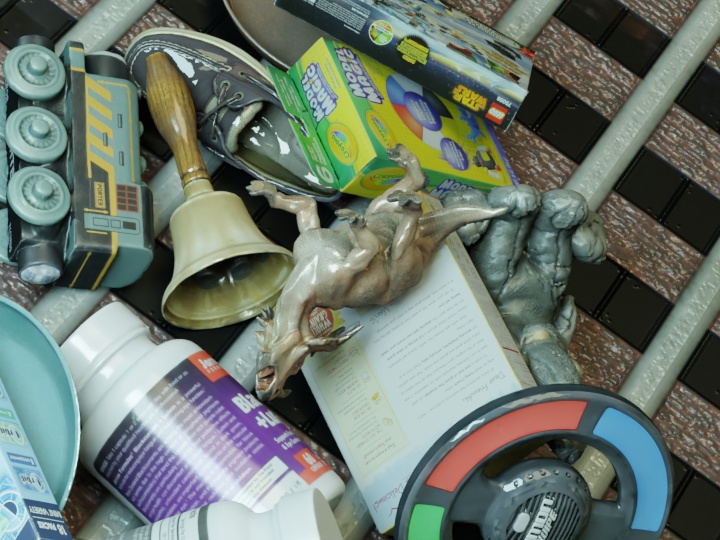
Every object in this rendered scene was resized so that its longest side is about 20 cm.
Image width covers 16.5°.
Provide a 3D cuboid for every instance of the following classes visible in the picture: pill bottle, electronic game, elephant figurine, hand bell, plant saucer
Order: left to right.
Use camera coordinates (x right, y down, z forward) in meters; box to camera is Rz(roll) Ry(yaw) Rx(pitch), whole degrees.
[{"bbox_3d":[-0.257,0.112,1.573,0.201,0.200,0.036,61,14,22],"label":"plant saucer"},{"bbox_3d":[-0.116,0.117,1.646,0.200,0.112,0.111,42,51,8],"label":"pill bottle"},{"bbox_3d":[-0.107,0.210,1.527,0.199,0.116,0.116,-18,59,6],"label":"pill bottle"},{"bbox_3d":[-0.121,-0.070,1.777,0.104,0.104,0.201,-7,62,-27],"label":"hand bell"},{"bbox_3d":[-0.025,-0.215,1.974,0.199,0.035,0.201,12,52,-15],"label":"plant saucer"},{"bbox_3d":[0.106,0.046,1.792,0.141,0.155,0.201,-2,80,15],"label":"elephant figurine"},{"bbox_3d":[0.118,0.163,1.669,0.199,0.201,0.042,4,29,-21],"label":"electronic game"}]

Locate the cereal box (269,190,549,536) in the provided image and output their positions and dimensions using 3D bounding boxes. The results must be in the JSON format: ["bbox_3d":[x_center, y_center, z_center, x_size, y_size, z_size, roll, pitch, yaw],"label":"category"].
[{"bbox_3d":[0.035,0.066,1.735,0.039,0.144,0.201,20,40,-60],"label":"cereal box"}]

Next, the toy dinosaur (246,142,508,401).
[{"bbox_3d":[0.000,0.000,1.687,0.199,0.136,0.086,-18,34,-19],"label":"toy dinosaur"}]

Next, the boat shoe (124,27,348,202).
[{"bbox_3d":[-0.087,-0.114,1.841,0.199,0.072,0.065,33,16,-5],"label":"boat shoe"}]

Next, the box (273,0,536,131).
[{"bbox_3d":[0.037,-0.184,1.892,0.199,0.040,0.137,29,19,-2],"label":"box"}]

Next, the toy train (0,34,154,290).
[{"bbox_3d":[-0.206,-0.076,1.764,0.113,0.085,0.201,8,56,-23],"label":"toy train"}]

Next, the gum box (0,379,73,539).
[{"bbox_3d":[-0.287,0.128,1.534,0.044,0.170,0.201,22,37,-62],"label":"gum box"}]

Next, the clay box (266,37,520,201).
[{"bbox_3d":[0.026,-0.106,1.859,0.199,0.048,0.115,11,46,-48],"label":"clay box"}]

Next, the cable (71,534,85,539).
[{"bbox_3d":[-0.218,0.158,1.611,0.097,0.050,0.200,-32,72,-35],"label":"cable"}]
